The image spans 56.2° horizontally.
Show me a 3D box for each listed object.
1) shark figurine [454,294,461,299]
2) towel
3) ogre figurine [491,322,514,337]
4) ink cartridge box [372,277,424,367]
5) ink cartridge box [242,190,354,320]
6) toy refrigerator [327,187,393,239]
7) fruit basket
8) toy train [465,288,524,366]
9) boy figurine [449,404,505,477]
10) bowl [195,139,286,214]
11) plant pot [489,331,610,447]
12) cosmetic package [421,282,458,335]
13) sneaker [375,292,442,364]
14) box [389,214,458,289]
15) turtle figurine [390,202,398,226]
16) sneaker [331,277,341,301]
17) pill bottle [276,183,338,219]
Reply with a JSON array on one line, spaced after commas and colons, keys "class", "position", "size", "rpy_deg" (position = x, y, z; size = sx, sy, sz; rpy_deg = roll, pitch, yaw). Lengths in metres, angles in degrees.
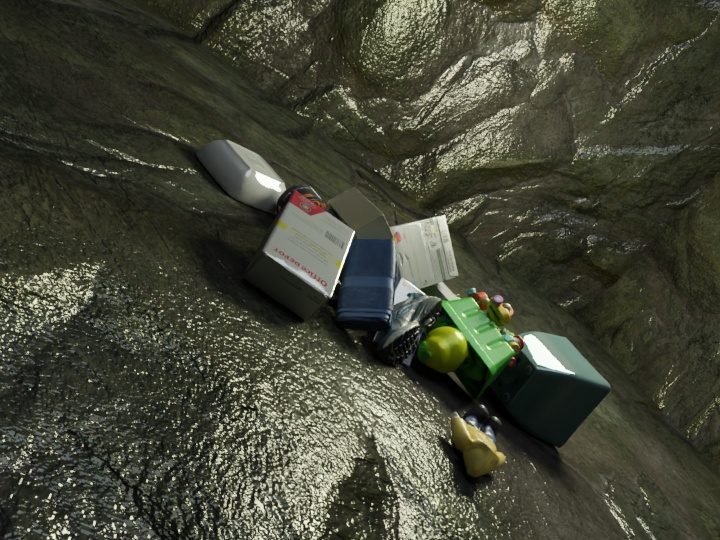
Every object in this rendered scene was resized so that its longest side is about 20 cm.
[{"class": "shark figurine", "position": [0.235, 0.100, 1.844], "size": [0.214, 0.089, 0.129], "rpy_deg": [21, 55, -29]}, {"class": "towel", "position": [0.015, 0.027, 1.336], "size": [0.111, 0.049, 0.201], "rpy_deg": [3, 55, 6]}, {"class": "ogre figurine", "position": [0.319, 0.196, 1.658], "size": [0.098, 0.120, 0.200], "rpy_deg": [44, 14, 35]}, {"class": "ink cartridge box", "position": [0.087, 0.110, 1.418], "size": [0.095, 0.037, 0.200], "rpy_deg": [37, 43, -9]}, {"class": "ink cartridge box", "position": [-0.109, -0.030, 1.229], "size": [0.145, 0.083, 0.200], "rpy_deg": [35, 38, -13]}, {"class": "toy refrigerator", "position": [-0.002, -0.114, 1.520], "size": [0.070, 0.076, 0.200], "rpy_deg": [63, -7, -31]}, {"class": "fruit basket", "position": [0.198, 0.170, 1.435], "size": [0.215, 0.156, 0.216], "rpy_deg": [5, 54, -7]}, {"class": "toy train", "position": [0.306, 0.124, 1.524], "size": [0.150, 0.055, 0.201], "rpy_deg": [135, -59, -67]}, {"class": "boy figurine", "position": [0.205, 0.298, 1.183], "size": [0.124, 0.064, 0.200], "rpy_deg": [43, 12, 5]}, {"class": "bowl", "position": [-0.268, -0.229, 1.600], "size": [0.200, 0.075, 0.200], "rpy_deg": [49, 16, 31]}, {"class": "plant pot", "position": [0.405, 0.259, 1.561], "size": [0.199, 0.197, 0.196], "rpy_deg": [21, 22, -33]}, {"class": "cosmetic package", "position": [0.177, 0.085, 1.672], "size": [0.085, 0.108, 0.200], "rpy_deg": [22, 21, -46]}, {"class": "sneaker", "position": [0.080, 0.112, 1.347], "size": [0.086, 0.078, 0.200], "rpy_deg": [23, 40, 28]}, {"class": "box", "position": [0.140, -0.039, 1.587], "size": [0.200, 0.041, 0.157], "rpy_deg": [-16, 94, -44]}, {"class": "turtle figurine", "position": [0.057, -0.012, 1.603], "size": [0.194, 0.200, 0.144], "rpy_deg": [44, 46, 0]}, {"class": "sneaker", "position": [-0.078, -0.012, 1.365], "size": [0.200, 0.091, 0.078], "rpy_deg": [35, 14, -17]}, {"class": "pill bottle", "position": [-0.106, -0.104, 1.548], "size": [0.106, 0.106, 0.200], "rpy_deg": [22, 22, -49]}]
